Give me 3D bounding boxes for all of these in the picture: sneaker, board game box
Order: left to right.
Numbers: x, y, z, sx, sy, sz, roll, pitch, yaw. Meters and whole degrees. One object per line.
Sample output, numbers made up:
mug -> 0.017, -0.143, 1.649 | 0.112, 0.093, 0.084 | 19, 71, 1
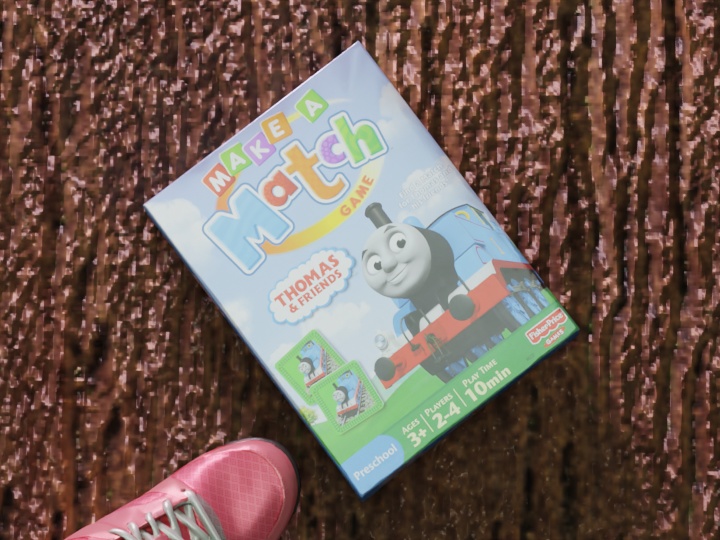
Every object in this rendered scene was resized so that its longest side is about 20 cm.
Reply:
sneaker -> -0.116, 0.159, 1.468 | 0.200, 0.087, 0.074 | -33, 84, -3
board game box -> 0.000, 0.000, 1.512 | 0.151, 0.037, 0.200 | -37, 82, -3
